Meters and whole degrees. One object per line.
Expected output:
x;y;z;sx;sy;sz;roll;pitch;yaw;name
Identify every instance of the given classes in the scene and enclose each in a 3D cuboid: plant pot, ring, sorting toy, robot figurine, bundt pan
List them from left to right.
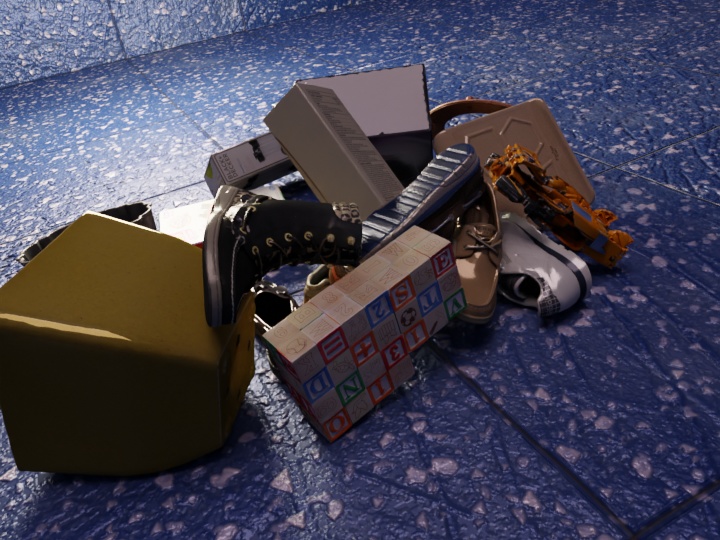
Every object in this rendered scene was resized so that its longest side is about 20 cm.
-0.389;-0.027;0.933;0.200;0.076;0.202;-15;24;7;bundt pan
-0.213;0.080;0.634;0.198;0.197;0.195;8;33;5;plant pot
0.205;-0.237;1.059;0.199;0.200;0.019;6;77;23;ring
0.223;-0.143;0.925;0.199;0.186;0.036;-24;-8;-19;sorting toy
0.244;-0.089;0.801;0.199;0.058;0.145;33;25;-12;robot figurine

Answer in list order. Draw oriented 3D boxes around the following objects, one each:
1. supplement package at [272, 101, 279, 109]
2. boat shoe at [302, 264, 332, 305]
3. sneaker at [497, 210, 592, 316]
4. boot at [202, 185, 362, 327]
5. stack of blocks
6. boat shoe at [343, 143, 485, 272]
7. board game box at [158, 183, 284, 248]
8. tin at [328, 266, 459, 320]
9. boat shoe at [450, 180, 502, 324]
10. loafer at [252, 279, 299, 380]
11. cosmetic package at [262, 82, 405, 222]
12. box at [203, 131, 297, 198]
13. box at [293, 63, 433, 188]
-0.061;-0.270;1.224;0.117;0.118;0.199;-32;38;-31;supplement package
0.000;0.000;0.814;0.074;0.069;0.200;12;37;30;boat shoe
0.188;-0.012;0.786;0.080;0.077;0.200;-29;34;-16;sneaker
-0.071;-0.019;0.614;0.152;0.074;0.204;4;32;-8;boot
0.014;0.060;0.637;0.199;0.116;0.058;-36;38;-20;stack of blocks
0.069;-0.052;0.713;0.200;0.073;0.072;-41;30;-6;boat shoe
-0.208;-0.068;0.977;0.198;0.041;0.153;-15;31;-9;board game box
0.062;0.005;0.756;0.198;0.042;0.113;2;52;-15;tin
0.130;-0.028;0.736;0.071;0.065;0.201;12;46;-6;boat shoe
-0.102;0.051;0.763;0.071;0.063;0.200;-18;32;-15;loafer
-0.026;-0.140;0.827;0.073;0.201;0.103;-39;-9;26;cosmetic package
-0.172;-0.195;1.127;0.199;0.060;0.117;-28;-1;-22;box
0.012;-0.202;0.993;0.198;0.199;0.124;-6;68;7;box
